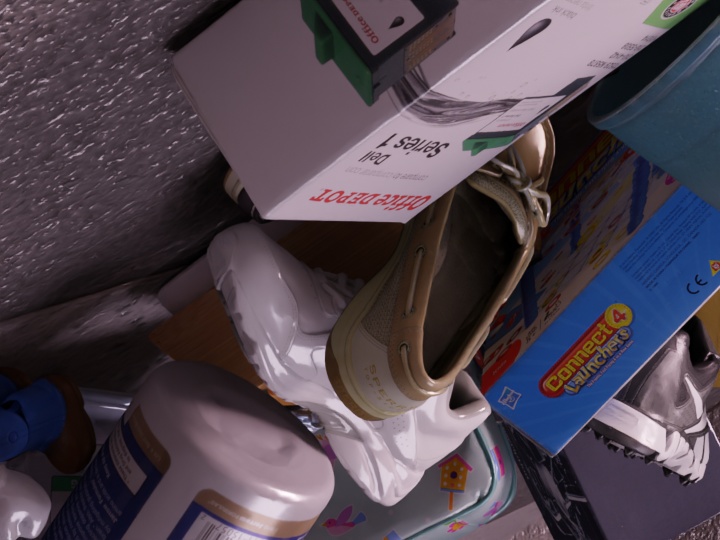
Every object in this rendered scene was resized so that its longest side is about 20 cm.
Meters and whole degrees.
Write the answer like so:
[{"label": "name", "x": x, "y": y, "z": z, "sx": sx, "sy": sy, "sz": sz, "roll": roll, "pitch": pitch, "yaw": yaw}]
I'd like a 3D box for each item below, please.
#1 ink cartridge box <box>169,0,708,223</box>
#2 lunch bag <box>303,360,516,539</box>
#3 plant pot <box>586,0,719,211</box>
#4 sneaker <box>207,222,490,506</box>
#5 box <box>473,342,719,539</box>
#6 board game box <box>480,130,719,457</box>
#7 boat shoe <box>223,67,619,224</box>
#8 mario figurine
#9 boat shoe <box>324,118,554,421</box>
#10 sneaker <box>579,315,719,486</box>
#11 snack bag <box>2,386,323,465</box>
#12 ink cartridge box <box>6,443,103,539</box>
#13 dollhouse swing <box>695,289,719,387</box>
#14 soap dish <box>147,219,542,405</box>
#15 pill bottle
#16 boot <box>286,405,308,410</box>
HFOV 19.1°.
[{"label": "ink cartridge box", "x": 0.043, "y": -0.105, "z": 0.878, "sx": 0.200, "sy": 0.085, "sz": 0.146, "roll": -37, "pitch": 165, "yaw": 22}, {"label": "lunch bag", "x": 0.004, "y": 0.123, "z": 1.483, "sx": 0.199, "sy": 0.161, "sz": 0.077, "roll": -28, "pitch": 163, "yaw": 17}, {"label": "plant pot", "x": 0.240, "y": -0.086, "z": 0.990, "sx": 0.200, "sy": 0.188, "sz": 0.200, "roll": -50, "pitch": -174, "yaw": 7}, {"label": "sneaker", "x": -0.001, "y": 0.030, "z": 1.076, "sx": 0.099, "sy": 0.078, "sz": 0.200, "roll": -34, "pitch": 134, "yaw": 6}, {"label": "box", "x": 0.158, "y": 0.089, "z": 1.505, "sx": 0.104, "sy": 0.201, "sz": 0.182, "roll": -27, "pitch": -179, "yaw": -9}, {"label": "board game box", "x": 0.153, "y": -0.024, "z": 1.200, "sx": 0.200, "sy": 0.056, "sz": 0.196, "roll": -49, "pitch": -168, "yaw": 22}, {"label": "boat shoe", "x": 0.030, "y": -0.072, "z": 1.014, "sx": 0.199, "sy": 0.065, "sz": 0.072, "roll": -30, "pitch": 168, "yaw": 2}, {"label": "mario figurine", "x": -0.229, "y": 0.116, "z": 1.061, "sx": 0.199, "sy": 0.106, "sz": 0.123, "roll": -19, "pitch": 163, "yaw": -45}, {"label": "boat shoe", "x": 0.053, "y": -0.012, "z": 1.040, "sx": 0.063, "sy": 0.073, "sz": 0.201, "roll": -16, "pitch": -149, "yaw": 48}, {"label": "sneaker", "x": 0.180, "y": 0.071, "z": 1.250, "sx": 0.091, "sy": 0.066, "sz": 0.200, "roll": -64, "pitch": 161, "yaw": -2}, {"label": "snack bag", "x": -0.148, "y": 0.113, "z": 1.249, "sx": 0.187, "sy": 0.022, "sz": 0.200, "roll": 9, "pitch": 148, "yaw": -31}, {"label": "ink cartridge box", "x": -0.118, "y": 0.198, "z": 1.188, "sx": 0.160, "sy": 0.202, "sz": 0.050, "roll": 3, "pitch": 176, "yaw": -23}, {"label": "dollhouse swing", "x": 0.200, "y": -0.053, "z": 1.321, "sx": 0.182, "sy": 0.175, "sz": 0.201, "roll": 76, "pitch": 34, "yaw": -49}, {"label": "soap dish", "x": 0.000, "y": 0.000, "z": 1.180, "sx": 0.199, "sy": 0.082, "sz": 0.157, "roll": -35, "pitch": 166, "yaw": 14}, {"label": "pill bottle", "x": -0.109, "y": 0.154, "z": 1.092, "sx": 0.201, "sy": 0.111, "sz": 0.111, "roll": -55, "pitch": 159, "yaw": 18}, {"label": "boot", "x": -0.053, "y": 0.080, "z": 1.384, "sx": 0.203, "sy": 0.074, "sz": 0.153, "roll": -35, "pitch": 169, "yaw": 26}]
